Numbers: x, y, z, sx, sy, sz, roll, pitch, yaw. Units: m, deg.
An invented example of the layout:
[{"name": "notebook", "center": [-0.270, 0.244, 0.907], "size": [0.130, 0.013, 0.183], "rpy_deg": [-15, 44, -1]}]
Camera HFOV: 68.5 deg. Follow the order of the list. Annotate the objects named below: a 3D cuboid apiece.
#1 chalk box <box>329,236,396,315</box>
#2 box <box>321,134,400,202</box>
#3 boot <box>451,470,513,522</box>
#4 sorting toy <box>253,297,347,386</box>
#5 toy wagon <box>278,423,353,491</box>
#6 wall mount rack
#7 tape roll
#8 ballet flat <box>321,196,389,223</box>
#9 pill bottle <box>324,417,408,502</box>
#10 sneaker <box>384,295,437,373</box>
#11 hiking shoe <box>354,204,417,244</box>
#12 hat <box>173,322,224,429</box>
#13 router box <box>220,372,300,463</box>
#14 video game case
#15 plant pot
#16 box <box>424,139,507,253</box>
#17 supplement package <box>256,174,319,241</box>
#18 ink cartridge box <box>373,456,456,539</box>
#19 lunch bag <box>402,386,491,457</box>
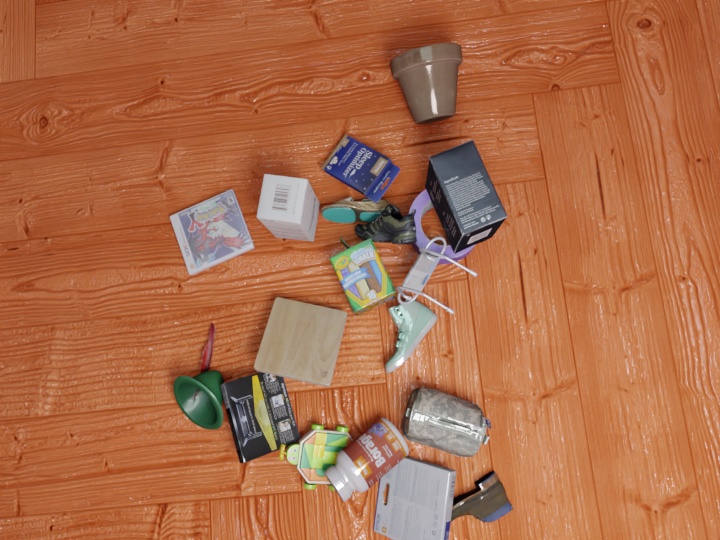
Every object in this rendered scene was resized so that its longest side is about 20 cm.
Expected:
[{"name": "chalk box", "center": [0.000, 0.000, 1.392], "size": [0.123, 0.125, 0.202], "rpy_deg": [-24, 81, 0]}, {"name": "box", "center": [0.001, -0.283, 1.459], "size": [0.199, 0.032, 0.122], "rpy_deg": [34, 84, 24]}, {"name": "boot", "center": [0.279, 0.594, 1.299], "size": [0.199, 0.075, 0.097], "rpy_deg": [-35, 77, -4]}, {"name": "sorting toy", "center": [-0.150, 0.191, 1.375], "size": [0.196, 0.070, 0.202], "rpy_deg": [11, 61, 5]}, {"name": "toy wagon", "center": [-0.107, 0.470, 1.335], "size": [0.197, 0.040, 0.157], "rpy_deg": [11, 80, -19]}, {"name": "wall mount rack", "center": [0.187, 0.024, 1.321], "size": [0.201, 0.172, 0.075], "rpy_deg": [-61, 39, 18]}, {"name": "tape roll", "center": [0.225, -0.123, 1.415], "size": [0.197, 0.085, 0.203], "rpy_deg": [-1, 81, 5]}, {"name": "ballet flat", "center": [-0.008, -0.168, 1.459], "size": [0.197, 0.071, 0.066], "rpy_deg": [5, 54, 2]}, {"name": "pill bottle", "center": [0.013, 0.465, 1.298], "size": [0.199, 0.112, 0.113], "rpy_deg": [-35, 80, -18]}, {"name": "sneaker", "center": [0.099, 0.162, 1.381], "size": [0.118, 0.074, 0.201], "rpy_deg": [39, 76, 3]}, {"name": "hiking shoe", "center": [0.069, -0.123, 1.398], "size": [0.198, 0.075, 0.102], "rpy_deg": [9, 95, 39]}, {"name": "hat", "center": [-0.385, 0.294, 1.422], "size": [0.164, 0.176, 0.202], "rpy_deg": [18, 126, 19]}, {"name": "router box", "center": [-0.256, 0.365, 1.353], "size": [0.156, 0.052, 0.202], "rpy_deg": [-11, 78, -29]}, {"name": "video game case", "center": [-0.419, -0.109, 1.492], "size": [0.198, 0.023, 0.184], "rpy_deg": [-23, 80, 0]}, {"name": "plant pot", "center": [0.189, -0.499, 1.438], "size": [0.197, 0.200, 0.177], "rpy_deg": [-10, 97, 3]}, {"name": "box", "center": [0.247, -0.171, 1.279], "size": [0.116, 0.197, 0.202], "rpy_deg": [-22, 80, 0]}, {"name": "supplement package", "center": [-0.184, -0.160, 1.392], "size": [0.116, 0.200, 0.119], "rpy_deg": [7, 81, 6]}, {"name": "ink cartridge box", "center": [0.133, 0.572, 1.309], "size": [0.198, 0.043, 0.199], "rpy_deg": [2, 80, 40]}, {"name": "lunch bag", "center": [0.205, 0.373, 1.293], "size": [0.197, 0.168, 0.141], "rpy_deg": [16, 82, 6]}]
